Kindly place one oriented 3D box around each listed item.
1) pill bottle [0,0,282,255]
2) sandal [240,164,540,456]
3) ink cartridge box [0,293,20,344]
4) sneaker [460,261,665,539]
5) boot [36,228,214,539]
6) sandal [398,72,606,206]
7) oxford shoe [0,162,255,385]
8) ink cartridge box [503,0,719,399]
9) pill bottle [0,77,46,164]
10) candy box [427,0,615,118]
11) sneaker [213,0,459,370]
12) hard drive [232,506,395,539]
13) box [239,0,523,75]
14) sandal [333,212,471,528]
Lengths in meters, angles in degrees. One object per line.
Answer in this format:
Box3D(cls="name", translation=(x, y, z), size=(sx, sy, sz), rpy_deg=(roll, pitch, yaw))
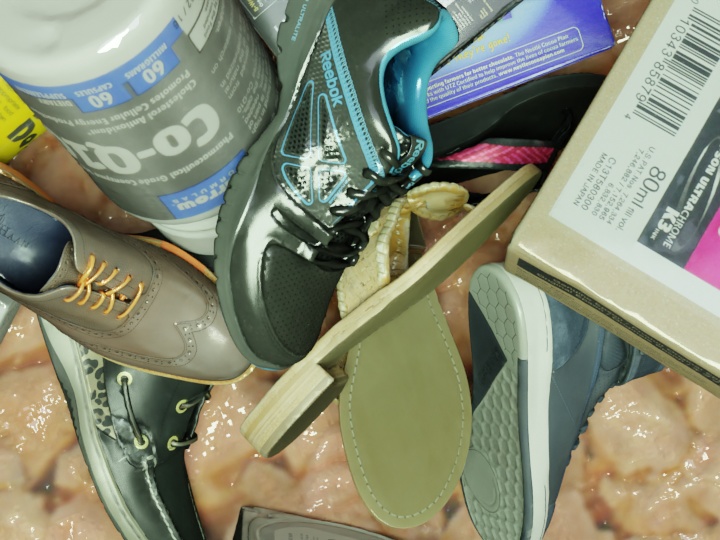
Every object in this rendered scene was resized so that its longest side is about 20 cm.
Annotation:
Box3D(cls="pill bottle", translation=(-0.101, -0.093, 0.725), size=(0.112, 0.200, 0.115), rpy_deg=(-7, 63, 15))
Box3D(cls="sandal", translation=(-0.001, -0.001, 0.777), size=(0.070, 0.078, 0.212), rpy_deg=(44, 88, 10))
Box3D(cls="ink cartridge box", translation=(-0.276, 0.058, 0.827), size=(0.108, 0.050, 0.201), rpy_deg=(30, 117, -6))
Box3D(cls="sneaker", translation=(0.133, 0.073, 0.854), size=(0.145, 0.077, 0.204), rpy_deg=(-17, 126, -28))
Box3D(cls="boot", translation=(-0.087, 0.062, 0.831), size=(0.152, 0.073, 0.206), rpy_deg=(-21, 92, 6))
Box3D(cls="sandal", translation=(0.064, -0.058, 0.826), size=(0.198, 0.075, 0.045), rpy_deg=(-20, 64, -14))
Box3D(cls="oxford shoe", translation=(-0.138, 0.010, 0.752), size=(0.198, 0.073, 0.072), rpy_deg=(26, 94, -14))
Box3D(cls="ink cartridge box", translation=(0.190, -0.049, 0.737), size=(0.164, 0.075, 0.201), rpy_deg=(30, 84, 8))
Box3D(cls="pill bottle", translation=(-0.189, -0.136, 0.796), size=(0.199, 0.113, 0.113), rpy_deg=(-39, 96, -1))
Box3D(cls="candy box", translation=(0.032, -0.193, 0.825), size=(0.167, 0.077, 0.202), rpy_deg=(-20, 97, -1))
Box3D(cls="sneaker", translation=(-0.013, -0.045, 0.703), size=(0.081, 0.073, 0.202), rpy_deg=(18, 98, 31))
Box3D(cls="hard drive", translation=(0.023, 0.186, 0.824), size=(0.198, 0.140, 0.038), rpy_deg=(15, 94, -4))
Box3D(cls="box", translation=(-0.008, -0.193, 0.760), size=(0.157, 0.050, 0.201), rpy_deg=(-39, 95, 4))
Box3D(cls="sandal", translation=(0.014, 0.049, 0.854), size=(0.077, 0.070, 0.214), rpy_deg=(-5, 72, -12))
